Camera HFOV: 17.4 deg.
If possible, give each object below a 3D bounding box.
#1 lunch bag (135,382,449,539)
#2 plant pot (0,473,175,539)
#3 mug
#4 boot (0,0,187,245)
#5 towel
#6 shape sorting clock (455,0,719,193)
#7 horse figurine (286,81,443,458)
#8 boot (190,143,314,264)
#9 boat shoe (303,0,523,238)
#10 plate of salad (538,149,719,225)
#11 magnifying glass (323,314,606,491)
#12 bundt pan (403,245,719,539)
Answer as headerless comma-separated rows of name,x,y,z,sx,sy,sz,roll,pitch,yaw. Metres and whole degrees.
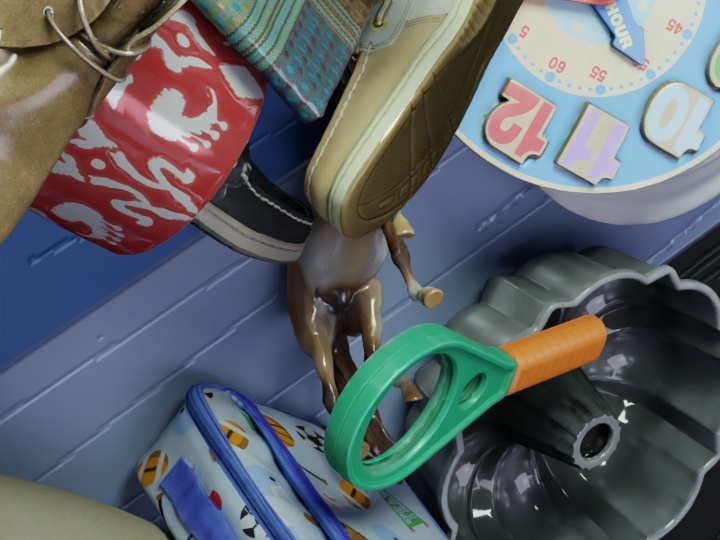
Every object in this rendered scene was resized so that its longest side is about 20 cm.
lunch bag,-0.017,0.142,1.125,0.160,0.200,0.076,27,106,-44
plant pot,-0.166,0.167,1.059,0.199,0.187,0.189,-2,117,-52
mug,-0.151,-0.103,0.895,0.199,0.177,0.134,32,84,-31
boot,-0.102,-0.081,0.788,0.073,0.075,0.201,34,80,-38
towel,-0.068,-0.161,0.910,0.022,0.147,0.200,-32,108,29
shape sorting clock,0.113,-0.136,1.116,0.198,0.039,0.202,-1,101,-7
horse figurine,0.000,0.000,1.123,0.050,0.133,0.201,-6,130,-18
boot,-0.058,-0.102,1.041,0.200,0.073,0.151,36,92,-38
boat shoe,0.020,-0.102,1.042,0.201,0.066,0.074,-59,162,-28
plate of salad,0.148,-0.122,1.194,0.199,0.048,0.202,-11,114,-26
magnifying glass,0.053,0.051,1.106,0.199,0.022,0.080,-14,132,-48
bundt pan,0.105,0.074,1.261,0.201,0.076,0.203,-19,126,-27
